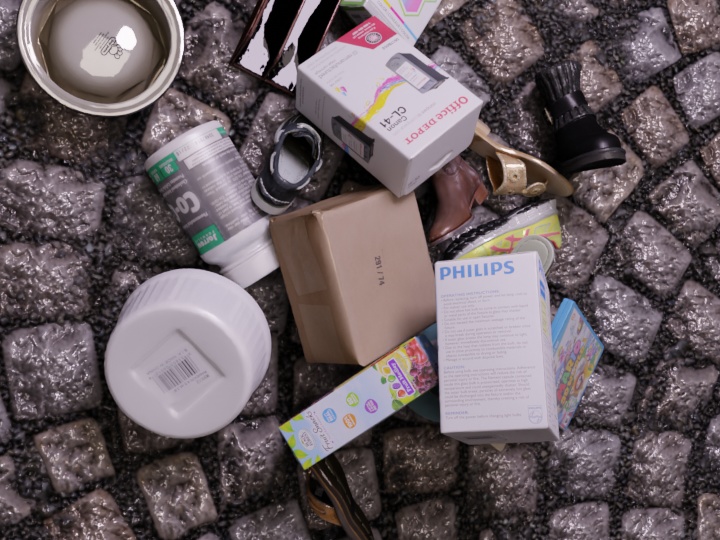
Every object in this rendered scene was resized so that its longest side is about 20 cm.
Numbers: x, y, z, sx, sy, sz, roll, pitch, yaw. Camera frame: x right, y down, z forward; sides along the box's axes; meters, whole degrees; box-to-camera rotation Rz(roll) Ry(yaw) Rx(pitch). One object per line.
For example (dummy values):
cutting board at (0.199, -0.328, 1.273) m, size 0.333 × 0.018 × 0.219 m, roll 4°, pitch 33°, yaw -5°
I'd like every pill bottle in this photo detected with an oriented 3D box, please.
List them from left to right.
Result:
pill bottle at (-0.178, -0.080, 1.082) m, size 0.113 × 0.113 × 0.200 m, roll -34°, pitch 97°, yaw -14°

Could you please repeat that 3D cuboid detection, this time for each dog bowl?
dog bowl at (-0.325, -0.286, 1.065) m, size 0.199 × 0.074 × 0.201 m, roll 1°, pitch 88°, yaw -17°

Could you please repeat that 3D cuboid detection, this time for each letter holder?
letter holder at (-0.078, -0.353, 1.103) m, size 0.100 × 0.142 × 0.201 m, roll 25°, pitch 82°, yaw -14°

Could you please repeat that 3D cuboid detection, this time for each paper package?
paper package at (0.000, 0.000, 1.088) m, size 0.190 × 0.103 × 0.201 m, roll -25°, pitch 105°, yaw -44°

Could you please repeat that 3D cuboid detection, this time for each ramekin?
ramekin at (-0.214, 0.107, 1.035) m, size 0.199 × 0.098 × 0.201 m, roll 0°, pitch 107°, yaw 1°

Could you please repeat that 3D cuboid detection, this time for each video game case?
video game case at (0.290, 0.138, 1.197) m, size 0.144 × 0.018 × 0.200 m, roll -62°, pitch 145°, yaw -9°

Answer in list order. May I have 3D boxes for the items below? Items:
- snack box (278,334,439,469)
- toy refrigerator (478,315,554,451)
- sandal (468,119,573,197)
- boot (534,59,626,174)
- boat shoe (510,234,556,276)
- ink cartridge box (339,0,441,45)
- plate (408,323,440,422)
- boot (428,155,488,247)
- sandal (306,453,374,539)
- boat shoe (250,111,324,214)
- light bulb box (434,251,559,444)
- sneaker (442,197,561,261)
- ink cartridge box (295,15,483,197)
snack box at (0.011, 0.162, 1.070) m, size 0.200 × 0.169 × 0.068 m, roll -33°, pitch 82°, yaw 7°
toy refrigerator at (0.203, 0.147, 1.180) m, size 0.070 × 0.076 × 0.200 m, roll 39°, pitch 73°, yaw -22°
sandal at (0.200, -0.143, 1.214) m, size 0.211 × 0.078 × 0.070 m, roll 34°, pitch 76°, yaw -5°
boot at (0.303, -0.218, 1.184) m, size 0.079 × 0.211 × 0.159 m, roll -11°, pitch 97°, yaw -1°
boat shoe at (0.203, 0.038, 1.174) m, size 0.072 × 0.061 × 0.201 m, roll 40°, pitch 106°, yaw 15°
ink cartridge box at (0.067, -0.410, 1.169) m, size 0.104 × 0.059 × 0.200 m, roll 40°, pitch 77°, yaw -40°
plate at (0.136, 0.121, 1.215) m, size 0.199 × 0.026 × 0.201 m, roll 0°, pitch 89°, yaw -17°
boot at (0.084, -0.147, 1.154) m, size 0.200 × 0.064 × 0.186 m, roll 54°, pitch 34°, yaw -12°
sandal at (-0.039, 0.313, 1.143) m, size 0.054 × 0.082 × 0.201 m, roll -26°, pitch 103°, yaw 6°
boat shoe at (-0.079, -0.152, 1.092) m, size 0.075 × 0.060 × 0.200 m, roll 31°, pitch 44°, yaw -17°
light bulb box at (0.170, 0.103, 1.027) m, size 0.124 × 0.198 × 0.201 m, roll -5°, pitch 73°, yaw 15°
sneaker at (0.213, -0.032, 1.215) m, size 0.199 × 0.078 × 0.091 m, roll -24°, pitch 100°, yaw -15°
ink cartridge box at (0.034, -0.214, 1.084) m, size 0.200 × 0.086 × 0.148 m, roll 41°, pitch 64°, yaw 18°
